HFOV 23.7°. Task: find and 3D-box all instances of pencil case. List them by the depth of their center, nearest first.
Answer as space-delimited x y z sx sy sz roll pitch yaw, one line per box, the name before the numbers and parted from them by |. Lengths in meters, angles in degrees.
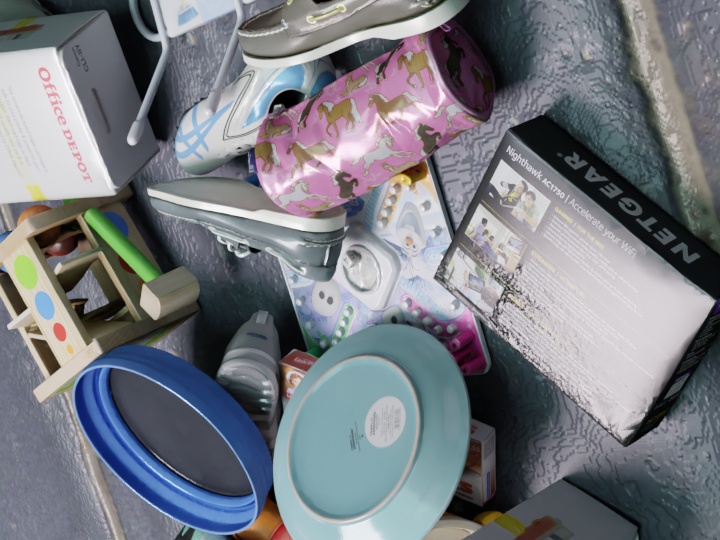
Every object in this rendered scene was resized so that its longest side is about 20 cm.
pencil case | 0.009 -0.114 1.287 0.200 0.083 0.086 -26 131 35

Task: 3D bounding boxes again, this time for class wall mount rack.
wall mount rack | -0.153 -0.204 1.412 0.200 0.074 0.174 -12 93 51

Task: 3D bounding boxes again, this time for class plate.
plate | 0.000 0.135 1.349 0.200 0.026 0.201 -19 59 35

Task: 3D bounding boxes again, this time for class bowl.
bowl | -0.162 0.147 1.503 0.200 0.039 0.201 25 142 21

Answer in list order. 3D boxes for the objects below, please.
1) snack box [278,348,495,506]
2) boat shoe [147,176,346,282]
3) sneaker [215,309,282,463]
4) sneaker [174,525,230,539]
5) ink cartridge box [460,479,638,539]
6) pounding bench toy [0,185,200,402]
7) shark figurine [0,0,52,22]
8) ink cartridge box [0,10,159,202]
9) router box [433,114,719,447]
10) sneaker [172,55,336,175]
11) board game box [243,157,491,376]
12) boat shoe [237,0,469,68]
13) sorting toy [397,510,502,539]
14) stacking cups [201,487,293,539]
snack box | 0.021 0.129 1.421 0.200 0.024 0.072 20 133 28
boat shoe | -0.098 -0.035 1.413 0.200 0.073 0.062 13 113 34
sneaker | -0.095 0.114 1.526 0.075 0.082 0.200 18 143 -2
sneaker | -0.108 0.304 1.613 0.140 0.078 0.200 36 174 -18
ink cartridge box | 0.109 0.267 1.299 0.083 0.200 0.145 32 128 33
pounding bench toy | -0.238 -0.003 1.559 0.200 0.124 0.156 -35 83 46
shark figurine | -0.378 -0.212 1.627 0.214 0.089 0.128 -39 79 43
ink cartridge box | -0.297 -0.142 1.523 0.200 0.083 0.145 -1 122 31
router box | 0.161 0.007 1.238 0.200 0.051 0.149 42 130 22
sneaker | -0.090 -0.123 1.403 0.200 0.072 0.073 -38 75 47
board game box | 0.000 0.000 1.407 0.200 0.026 0.200 -9 101 45
boat shoe | -0.015 -0.198 1.259 0.201 0.072 0.060 -9 124 37
sorting toy | 0.035 0.246 1.439 0.180 0.107 0.200 22 131 48
stacking cups | -0.117 0.215 1.589 0.200 0.060 0.061 30 126 30
